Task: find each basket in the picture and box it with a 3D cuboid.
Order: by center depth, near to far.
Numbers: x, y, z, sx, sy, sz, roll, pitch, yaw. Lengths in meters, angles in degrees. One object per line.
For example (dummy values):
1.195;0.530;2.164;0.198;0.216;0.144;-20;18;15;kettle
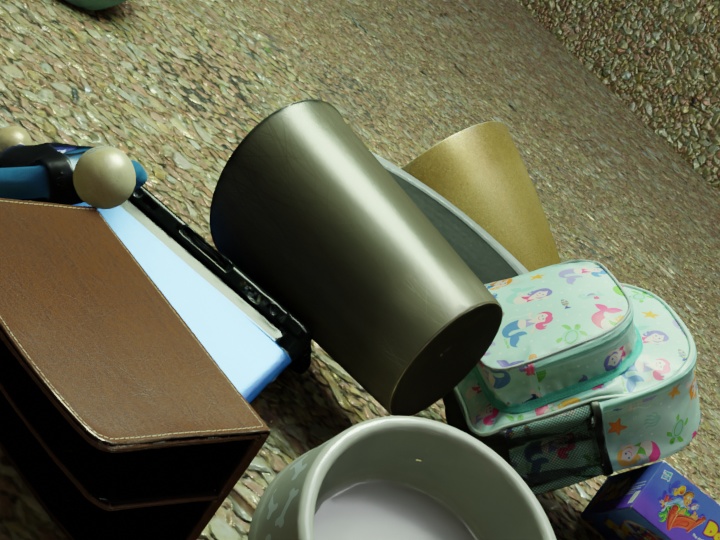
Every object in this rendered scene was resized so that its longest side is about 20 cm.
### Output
0.000;0.000;1.103;0.200;0.135;0.181;46;-19;23;basket

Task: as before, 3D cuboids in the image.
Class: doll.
-0.212;-0.065;0.992;0.135;0.049;0.199;-8;13;-39;doll

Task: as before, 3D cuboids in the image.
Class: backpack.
0.168;0.083;1.184;0.197;0.152;0.178;-9;27;-5;backpack

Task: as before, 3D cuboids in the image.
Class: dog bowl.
0.033;0.176;0.877;0.198;0.059;0.202;16;49;-19;dog bowl

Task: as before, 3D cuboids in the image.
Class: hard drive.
0.049;-0.005;1.324;0.199;0.135;0.042;37;-8;1;hard drive

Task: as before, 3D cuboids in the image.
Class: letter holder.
-0.173;0.060;0.839;0.200;0.101;0.141;48;24;28;letter holder

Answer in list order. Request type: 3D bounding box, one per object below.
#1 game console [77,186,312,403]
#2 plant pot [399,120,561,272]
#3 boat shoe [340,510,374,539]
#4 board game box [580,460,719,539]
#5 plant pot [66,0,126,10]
-0.143;0.032;1.080;0.200;0.119;0.171;41;-12;8;game console
0.114;-0.006;1.426;0.201;0.186;0.186;58;24;12;plant pot
0.006;0.148;0.990;0.069;0.074;0.200;38;19;-14;boat shoe
0.258;0.218;1.183;0.134;0.045;0.200;39;-10;5;board game box
-0.279;-0.354;1.547;0.199;0.135;0.201;33;19;-13;plant pot
